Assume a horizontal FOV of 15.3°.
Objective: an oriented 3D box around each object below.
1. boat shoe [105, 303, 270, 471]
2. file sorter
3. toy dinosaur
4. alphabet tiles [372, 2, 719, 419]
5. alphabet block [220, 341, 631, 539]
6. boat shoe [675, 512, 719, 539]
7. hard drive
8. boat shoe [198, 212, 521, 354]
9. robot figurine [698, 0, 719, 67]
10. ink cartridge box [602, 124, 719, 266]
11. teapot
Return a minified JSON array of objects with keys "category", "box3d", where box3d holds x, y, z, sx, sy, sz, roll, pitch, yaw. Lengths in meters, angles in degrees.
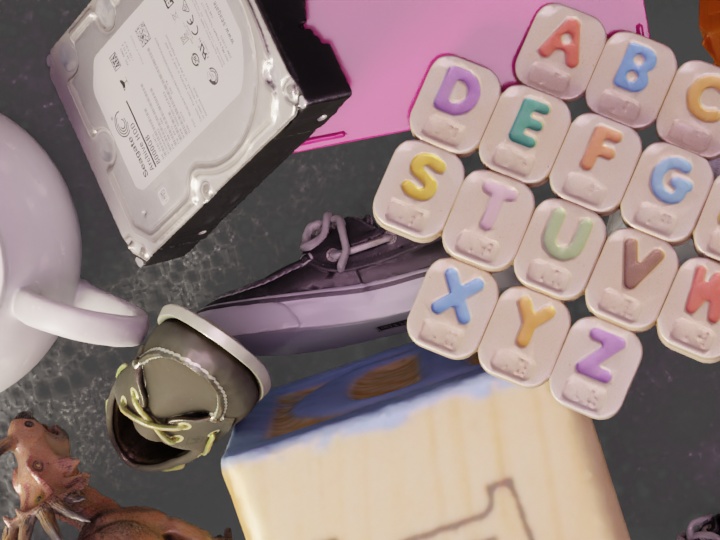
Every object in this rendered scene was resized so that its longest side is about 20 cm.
[{"category":"boat shoe","box3d":[-0.099,0.069,1.453,0.072,0.202,0.060,39,74,-1]},{"category":"file sorter","box3d":[0.046,-0.155,1.466,0.200,0.125,0.139,-11,97,1]},{"category":"toy dinosaur","box3d":[-0.132,0.168,1.474,0.135,0.200,0.086,25,98,-38]},{"category":"alphabet tiles","box3d":[0.112,-0.032,1.376,0.200,0.015,0.196,23,81,9]},{"category":"alphabet block","box3d":[0.049,0.149,1.477,0.196,0.195,0.200,-18,96,5]},{"category":"boat shoe","box3d":[0.211,0.175,1.538,0.068,0.074,0.200,16,107,-16]},{"category":"hard drive","box3d":[-0.093,-0.105,1.438,0.038,0.200,0.140,-16,75,-37]},{"category":"boat shoe","box3d":[0.000,-0.001,1.502,0.199,0.074,0.068,-13,76,11]},{"category":"robot figurine","box3d":[0.222,-0.215,1.443,0.145,0.058,0.200,42,67,-40]},{"category":"ink cartridge box","box3d":[0.235,-0.003,1.468,0.200,0.160,0.047,22,71,-2]},{"category":"teapot","box3d":[-0.247,-0.004,1.480,0.200,0.146,0.198,-29,97,3]}]
